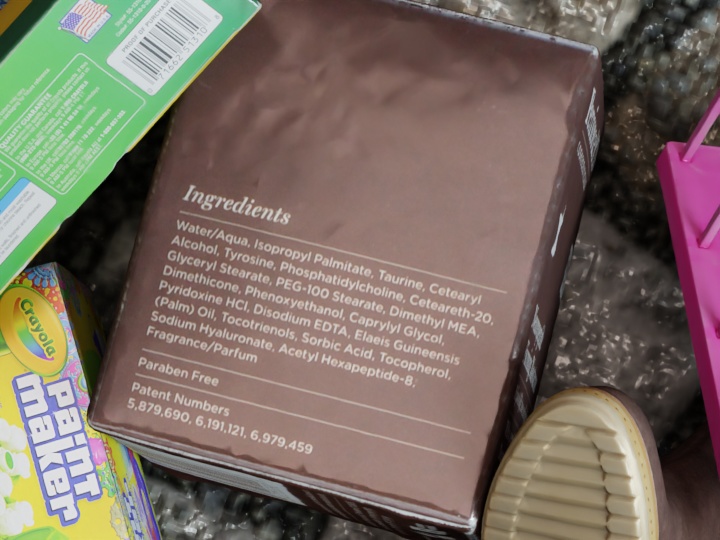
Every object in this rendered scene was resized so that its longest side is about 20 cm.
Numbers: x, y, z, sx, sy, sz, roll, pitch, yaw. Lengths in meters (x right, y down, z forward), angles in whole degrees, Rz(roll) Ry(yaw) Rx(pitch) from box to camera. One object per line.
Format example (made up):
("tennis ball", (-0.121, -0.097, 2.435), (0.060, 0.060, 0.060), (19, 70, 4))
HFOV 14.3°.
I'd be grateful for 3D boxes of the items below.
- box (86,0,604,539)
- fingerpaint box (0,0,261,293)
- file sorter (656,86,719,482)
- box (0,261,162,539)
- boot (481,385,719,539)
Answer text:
("box", (0.000, 0.000, 1.198), (0.163, 0.166, 0.201), (14, 83, 8))
("fingerpaint box", (-0.151, -0.090, 1.162), (0.200, 0.167, 0.073), (-46, 124, 12))
("file sorter", (0.216, 0.002, 1.126), (0.138, 0.126, 0.201), (6, 50, -16))
("box", (-0.184, 0.124, 1.221), (0.191, 0.122, 0.201), (-16, 83, 1))
("boot", (0.116, 0.092, 1.159), (0.072, 0.201, 0.166), (18, 41, 24))
